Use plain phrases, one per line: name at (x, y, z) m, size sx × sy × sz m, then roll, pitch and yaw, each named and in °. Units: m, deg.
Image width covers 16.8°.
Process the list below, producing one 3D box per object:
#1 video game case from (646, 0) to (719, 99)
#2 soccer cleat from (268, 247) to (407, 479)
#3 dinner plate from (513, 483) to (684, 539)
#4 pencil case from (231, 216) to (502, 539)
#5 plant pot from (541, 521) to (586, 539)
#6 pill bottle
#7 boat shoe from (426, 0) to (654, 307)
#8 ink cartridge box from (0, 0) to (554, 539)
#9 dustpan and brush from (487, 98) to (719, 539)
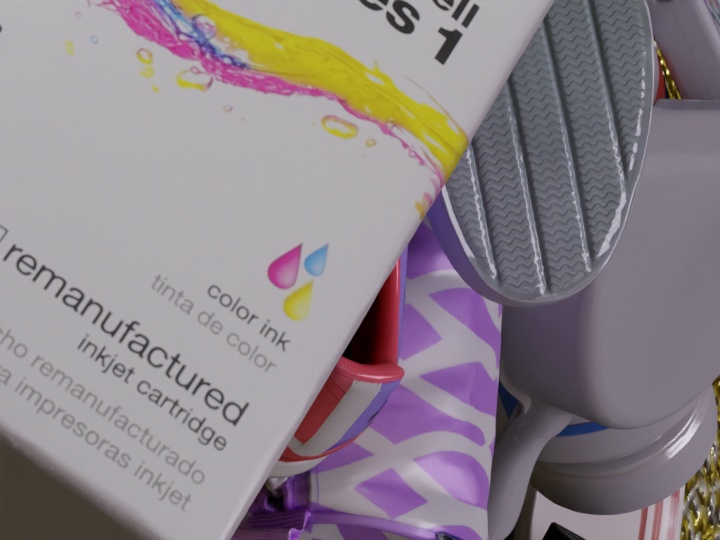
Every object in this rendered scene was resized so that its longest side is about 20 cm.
video game case at (0.116, -0.121, 0.920) m, size 0.183 × 0.024 × 0.200 m, roll 68°, pitch 13°, yaw 12°
soccer cleat at (-0.014, -0.048, 0.660) m, size 0.068 × 0.073 × 0.202 m, roll 10°, pitch 68°, yaw -28°
dinner plate at (0.102, 0.112, 1.074) m, size 0.200 × 0.024 × 0.202 m, roll -25°, pitch 119°, yaw -59°
pencil case at (0.000, 0.000, 0.734) m, size 0.085 × 0.084 × 0.202 m, roll 26°, pitch 58°, yaw -42°
plant pot at (0.128, 0.243, 0.957) m, size 0.178 × 0.199 × 0.200 m, roll -54°, pitch 150°, yaw -1°
pill bottle at (0.072, -0.001, 0.887) m, size 0.113 × 0.111 × 0.201 m, roll -65°, pitch 150°, yaw -32°
boat shoe at (0.040, -0.089, 0.699) m, size 0.067 × 0.073 × 0.202 m, roll 157°, pitch -70°, yaw -79°
ink cartridge box at (-0.057, -0.037, 0.547) m, size 0.201 × 0.144 × 0.084 m, roll -58°, pitch -175°, yaw -33°
dustpan and brush at (0.078, 0.025, 0.798) m, size 0.139 × 0.057 × 0.201 m, roll -5°, pitch 120°, yaw -49°
